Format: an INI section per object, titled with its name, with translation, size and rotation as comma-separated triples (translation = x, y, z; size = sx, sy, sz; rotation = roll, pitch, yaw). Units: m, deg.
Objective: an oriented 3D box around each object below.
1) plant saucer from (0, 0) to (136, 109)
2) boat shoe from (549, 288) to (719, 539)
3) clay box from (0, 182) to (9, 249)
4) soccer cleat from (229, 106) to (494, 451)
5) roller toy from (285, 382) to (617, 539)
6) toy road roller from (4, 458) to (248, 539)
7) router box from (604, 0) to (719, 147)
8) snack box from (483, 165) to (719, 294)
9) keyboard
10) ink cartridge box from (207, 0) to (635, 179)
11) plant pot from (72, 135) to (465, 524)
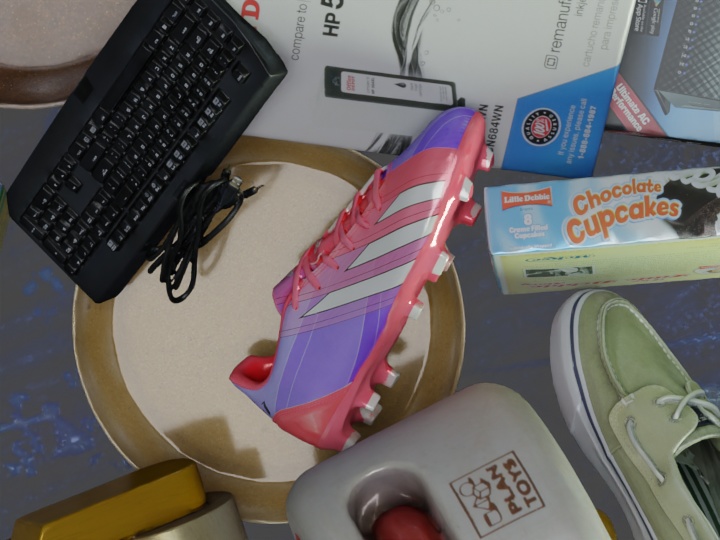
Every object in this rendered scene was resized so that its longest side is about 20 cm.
[plant saucer]
translation = -0.167, -0.182, 1.405
size = 0.199, 0.034, 0.202
rotation = 1, 98, 5
[boat shoe]
translation = 0.155, 0.089, 1.363
size = 0.062, 0.072, 0.201
rotation = -49, 55, 44
[clay box]
translation = -0.254, 0.043, 1.399
size = 0.114, 0.048, 0.201
rotation = 12, 76, 2
[soccer cleat]
translation = 0.000, 0.000, 1.350
size = 0.076, 0.067, 0.201
rotation = 28, 123, 6
[roller toy]
translation = 0.060, 0.155, 1.347
size = 0.139, 0.200, 0.183
rotation = -27, 103, -5
[toy road roller]
translation = -0.155, 0.179, 1.412
size = 0.199, 0.146, 0.124
rotation = -21, 98, -19
[router box]
translation = 0.202, -0.156, 1.366
size = 0.149, 0.062, 0.201
rotation = 7, 98, 2
[snack box]
translation = 0.162, -0.022, 1.358
size = 0.199, 0.116, 0.037
rotation = -5, 79, 4
[keyboard]
translation = -0.102, -0.049, 1.335
size = 0.104, 0.040, 0.200
rotation = 41, 134, 1
[ink cartridge box]
translation = 0.024, -0.132, 1.331
size = 0.199, 0.085, 0.147
rotation = 6, 131, -4
[plant pot]
translation = -0.046, 0.027, 1.426
size = 0.199, 0.027, 0.201
rotation = 1, 97, 5
